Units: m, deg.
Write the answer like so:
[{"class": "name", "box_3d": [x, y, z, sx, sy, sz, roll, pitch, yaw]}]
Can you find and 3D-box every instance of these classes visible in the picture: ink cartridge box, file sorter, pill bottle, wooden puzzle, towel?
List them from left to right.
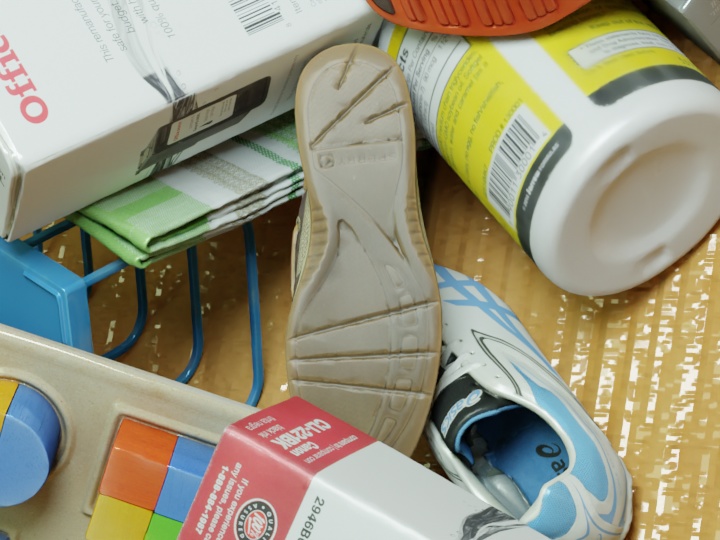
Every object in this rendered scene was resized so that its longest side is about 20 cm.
[{"class": "file sorter", "box_3d": [-0.158, 0.007, 1.301, 0.199, 0.122, 0.140, 28, 133, 38]}, {"class": "wooden puzzle", "box_3d": [-0.141, 0.124, 1.206, 0.199, 0.046, 0.186, 21, 119, 1]}, {"class": "ink cartridge box", "box_3d": [-0.112, -0.125, 1.189, 0.199, 0.083, 0.146, -26, 75, -23]}, {"class": "towel", "box_3d": [-0.075, -0.063, 1.269, 0.149, 0.199, 0.031, 27, 130, 40]}, {"class": "ink cartridge box", "box_3d": [0.013, 0.168, 1.106, 0.199, 0.084, 0.145, 28, 105, 15]}, {"class": "pill bottle", "box_3d": [0.079, -0.092, 1.203, 0.114, 0.114, 0.200, -46, 53, 11]}]

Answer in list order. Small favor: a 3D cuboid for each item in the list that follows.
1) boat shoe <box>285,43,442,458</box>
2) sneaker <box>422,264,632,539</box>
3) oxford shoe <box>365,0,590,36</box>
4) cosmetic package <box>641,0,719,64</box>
[{"class": "boat shoe", "box_3d": [0.000, 0.000, 1.192, 0.072, 0.072, 0.202, -4, 83, 1]}, {"class": "sneaker", "box_3d": [0.051, 0.055, 1.192, 0.072, 0.072, 0.200, -51, 51, 10]}, {"class": "oxford shoe", "box_3d": [0.094, -0.155, 1.141, 0.199, 0.072, 0.073, -12, 21, 21]}, {"class": "cosmetic package", "box_3d": [0.140, -0.190, 1.218, 0.107, 0.090, 0.200, -50, 50, 4]}]
